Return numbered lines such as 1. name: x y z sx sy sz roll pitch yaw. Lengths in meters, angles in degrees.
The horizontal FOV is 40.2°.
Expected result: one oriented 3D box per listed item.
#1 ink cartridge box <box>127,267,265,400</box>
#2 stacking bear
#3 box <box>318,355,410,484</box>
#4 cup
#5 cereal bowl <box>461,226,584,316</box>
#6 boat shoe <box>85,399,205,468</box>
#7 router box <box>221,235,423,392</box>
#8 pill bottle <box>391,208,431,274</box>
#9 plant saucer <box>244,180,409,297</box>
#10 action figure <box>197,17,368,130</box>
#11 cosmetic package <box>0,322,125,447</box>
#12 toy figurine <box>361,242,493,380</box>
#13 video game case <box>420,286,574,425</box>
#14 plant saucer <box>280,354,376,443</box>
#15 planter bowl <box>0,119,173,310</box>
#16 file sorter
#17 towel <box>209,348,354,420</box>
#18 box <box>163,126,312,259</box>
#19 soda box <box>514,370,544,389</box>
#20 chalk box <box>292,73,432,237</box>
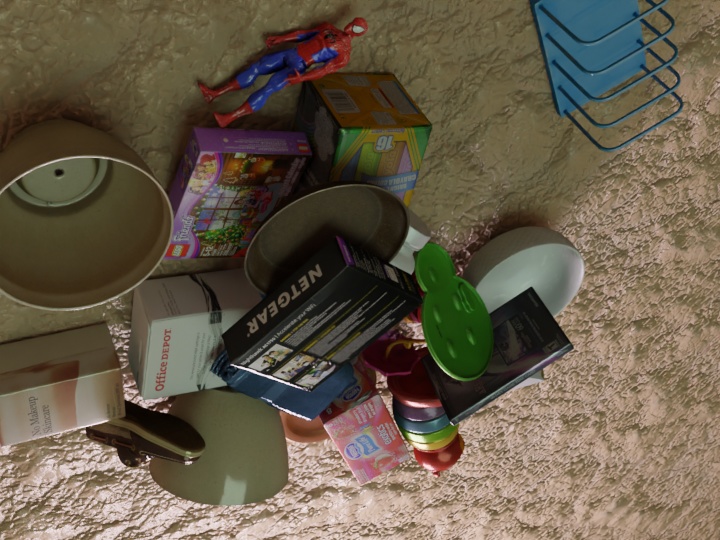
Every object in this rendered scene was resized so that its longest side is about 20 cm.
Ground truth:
1. ink cartridge box: -0.199 0.080 1.303 0.199 0.084 0.145 -7 133 -27
2. stacking bear: 0.111 0.233 1.530 0.113 0.122 0.201 -13 127 2
3. box: -0.005 0.224 1.491 0.095 0.100 0.200 -28 139 -3
4. cup: -0.191 0.218 1.386 0.199 0.200 0.144 0 107 -30
5. cereal bowl: 0.234 0.008 1.490 0.199 0.083 0.201 -15 137 -15
6. boat shoe: -0.292 0.228 1.310 0.072 0.199 0.072 -11 113 -62
7. router box: -0.045 0.058 1.182 0.200 0.051 0.149 -40 141 21
8. pill bottle: 0.000 0.000 1.322 0.112 0.112 0.200 26 111 -44
9. plant saucer: -0.042 -0.039 1.131 0.199 0.037 0.201 -16 145 -12
10. action figure: -0.080 -0.229 1.093 0.199 0.066 0.052 -28 159 -3
11. cosmetic package: -0.407 0.149 1.245 0.199 0.087 0.104 -13 136 -20
12. toy figurine: 0.065 0.077 1.419 0.184 0.201 0.150 -20 -175 42
13. video game case: 0.192 0.120 1.410 0.199 0.143 0.019 -33 125 6
14. plant saucer: -0.062 0.205 1.542 0.199 0.038 0.201 -17 136 -17
15. planter bowl: -0.313 -0.076 1.049 0.199 0.135 0.201 -16 136 -16
16. file sorter: 0.321 -0.272 1.246 0.138 0.123 0.200 -30 139 -1
17. towel: -0.099 0.130 1.316 0.112 0.049 0.200 -43 139 10
18. box: -0.155 -0.087 1.169 0.136 0.039 0.200 -2 145 -28
19. soda box: 0.194 0.161 1.560 0.063 0.069 0.200 16 152 -39
20. chalk box: -0.012 -0.122 1.192 0.123 0.125 0.201 -6 134 -25
